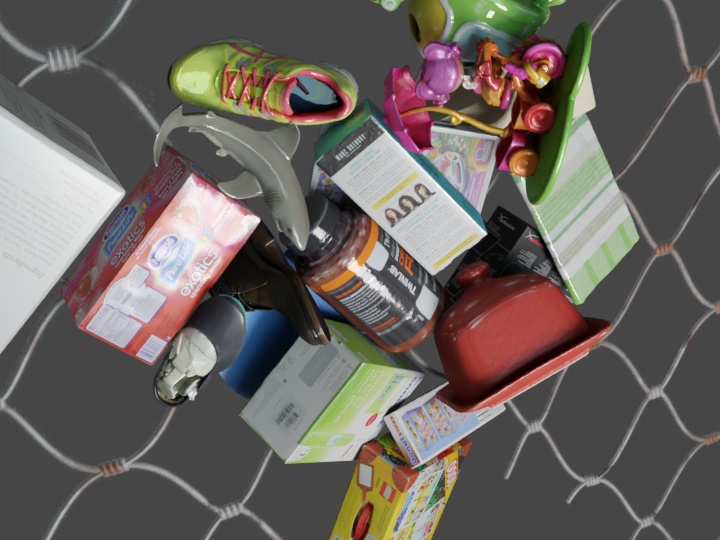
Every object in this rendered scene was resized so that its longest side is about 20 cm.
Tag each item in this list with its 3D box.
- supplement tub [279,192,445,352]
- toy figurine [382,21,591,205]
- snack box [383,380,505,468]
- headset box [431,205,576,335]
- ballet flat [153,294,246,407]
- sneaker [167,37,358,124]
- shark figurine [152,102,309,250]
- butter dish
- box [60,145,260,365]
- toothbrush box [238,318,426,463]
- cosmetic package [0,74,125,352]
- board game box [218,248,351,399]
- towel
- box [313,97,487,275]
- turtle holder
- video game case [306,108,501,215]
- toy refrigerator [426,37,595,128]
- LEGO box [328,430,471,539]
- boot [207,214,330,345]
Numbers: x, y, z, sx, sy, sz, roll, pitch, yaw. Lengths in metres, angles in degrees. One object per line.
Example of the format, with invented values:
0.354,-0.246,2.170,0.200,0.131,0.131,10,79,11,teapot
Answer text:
0.000,0.000,1.220,0.107,0.107,0.200,-47,122,2,supplement tub
0.116,-0.176,1.105,0.184,0.150,0.200,11,130,-5,toy figurine
0.111,0.181,1.375,0.024,0.072,0.200,-33,172,40,snack box
0.187,0.041,1.389,0.149,0.075,0.200,27,101,-34,headset box
-0.180,0.097,1.176,0.073,0.073,0.200,2,152,-28,ballet flat
-0.095,-0.188,1.102,0.200,0.090,0.078,3,110,-9,sneaker
-0.111,-0.129,1.092,0.089,0.128,0.214,-27,134,32,shark figurine
0.158,0.059,1.255,0.200,0.199,0.148,-29,93,-5,butter dish
-0.212,-0.016,1.143,0.100,0.095,0.200,33,96,-36,box
-0.028,0.144,1.270,0.146,0.086,0.200,-52,158,8,toothbrush box
-0.356,-0.066,1.000,0.166,0.167,0.200,36,95,-36,cosmetic package
-0.092,0.057,1.279,0.200,0.039,0.158,-42,125,-11,board game box
0.264,-0.079,1.342,0.149,0.031,0.200,-41,115,-29,towel
0.045,-0.089,1.193,0.082,0.049,0.200,-38,118,18,box
0.109,-0.277,1.141,0.185,0.141,0.132,-18,152,-55,turtle holder
0.045,-0.105,1.223,0.200,0.018,0.143,8,123,-8,video game case
0.165,-0.191,1.262,0.200,0.070,0.076,-26,124,-7,toy refrigerator
0.045,0.301,1.402,0.149,0.077,0.200,-17,133,-51,LEGO box
-0.107,0.031,1.162,0.097,0.200,0.075,-31,136,-5,boot
